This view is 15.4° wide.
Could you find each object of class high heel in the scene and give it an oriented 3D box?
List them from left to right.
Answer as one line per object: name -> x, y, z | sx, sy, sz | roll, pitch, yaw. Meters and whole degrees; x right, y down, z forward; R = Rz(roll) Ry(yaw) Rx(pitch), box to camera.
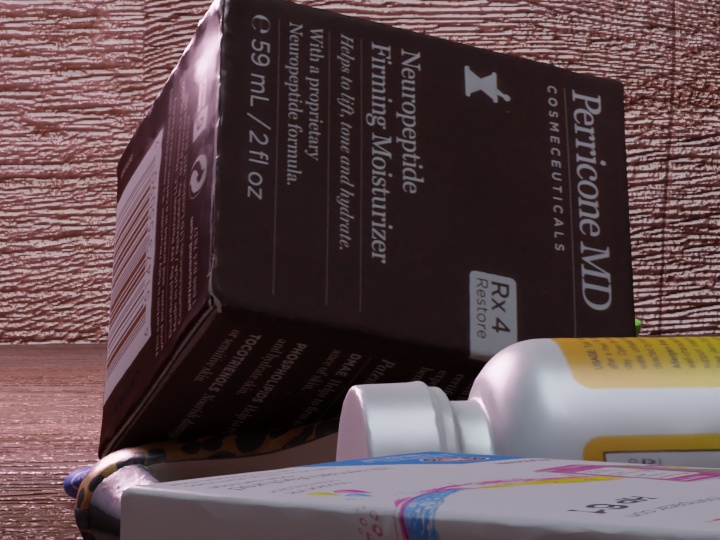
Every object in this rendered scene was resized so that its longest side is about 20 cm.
high heel -> -0.022, 0.093, 1.172 | 0.199, 0.072, 0.142 | -7, 5, -23

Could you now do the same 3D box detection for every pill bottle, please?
pill bottle -> 0.095, 0.077, 0.860 | 0.199, 0.114, 0.113 | -1, 1, -9

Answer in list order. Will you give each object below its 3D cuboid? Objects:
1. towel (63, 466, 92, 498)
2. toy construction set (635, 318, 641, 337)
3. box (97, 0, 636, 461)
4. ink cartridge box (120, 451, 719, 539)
towel -> -0.062, 0.088, 1.378 | 0.144, 0.024, 0.200 | -5, -11, -23
toy construction set -> 0.129, 0.062, 2.034 | 0.199, 0.093, 0.131 | -9, 28, -15
box -> 0.000, 0.000, 1.208 | 0.199, 0.167, 0.164 | 11, -32, -19
ink cartridge box -> 0.058, 0.095, 0.688 | 0.199, 0.085, 0.144 | 2, 2, 38
